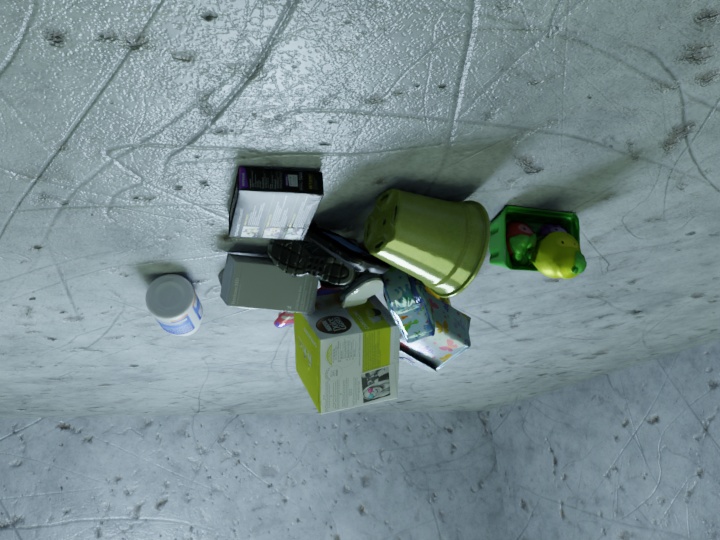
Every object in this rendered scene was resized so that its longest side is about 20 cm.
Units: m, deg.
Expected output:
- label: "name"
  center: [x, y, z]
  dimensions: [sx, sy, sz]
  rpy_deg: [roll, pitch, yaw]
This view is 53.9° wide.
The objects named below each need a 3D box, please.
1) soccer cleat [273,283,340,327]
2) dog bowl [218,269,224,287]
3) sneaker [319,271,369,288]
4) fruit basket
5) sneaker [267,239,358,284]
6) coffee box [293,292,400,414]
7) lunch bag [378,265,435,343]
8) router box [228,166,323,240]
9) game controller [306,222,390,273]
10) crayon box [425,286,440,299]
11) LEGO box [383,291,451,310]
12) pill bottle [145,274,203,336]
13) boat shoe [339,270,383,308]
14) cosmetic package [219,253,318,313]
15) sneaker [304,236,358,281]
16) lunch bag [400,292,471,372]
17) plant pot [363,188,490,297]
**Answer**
- label: "soccer cleat"
  center: [-0.118, 0.089, 1.728]
  dimensions: [0.200, 0.077, 0.067]
  rpy_deg: [-35, 177, -9]
- label: "dog bowl"
  center: [-0.239, 0.040, 1.697]
  dimensions: [0.200, 0.059, 0.200]
  rpy_deg: [-5, 160, -2]
- label: "sneaker"
  center: [0.001, 0.001, 1.647]
  dimensions: [0.108, 0.067, 0.201]
  rpy_deg: [2, 166, -44]
- label: "fruit basket"
  center: [0.390, -0.054, 1.484]
  dimensions: [0.215, 0.156, 0.216]
  rpy_deg: [0, 173, 0]
- label: "sneaker"
  center: [-0.097, -0.021, 1.468]
  dimensions: [0.200, 0.076, 0.079]
  rpy_deg: [21, -162, 12]
- label: "coffee box"
  center: [-0.037, 0.183, 1.659]
  dimensions: [0.197, 0.200, 0.200]
  rpy_deg: [-9, 117, -20]
- label: "lunch bag"
  center: [0.098, 0.047, 1.526]
  dimensions: [0.082, 0.161, 0.200]
  rpy_deg: [-19, 140, 6]
- label: "router box"
  center: [-0.160, -0.118, 1.301]
  dimensions: [0.149, 0.051, 0.200]
  rpy_deg: [2, 158, -16]
- label: "game controller"
  center: [-0.029, -0.045, 1.408]
  dimensions: [0.104, 0.042, 0.200]
  rpy_deg: [4, -159, -42]
- label: "crayon box"
  center: [0.195, -0.013, 1.597]
  dimensions: [0.127, 0.051, 0.200]
  rpy_deg: [-50, 162, -9]
- label: "LEGO box"
  center: [0.152, 0.088, 1.810]
  dimensions: [0.149, 0.077, 0.200]
  rpy_deg: [-10, 135, 11]
- label: "pill bottle"
  center: [-0.440, 0.092, 1.701]
  dimensions: [0.112, 0.112, 0.200]
  rpy_deg: [-4, 160, -5]
- label: "boat shoe"
  center: [-0.006, 0.030, 1.492]
  dimensions: [0.073, 0.062, 0.200]
  rpy_deg: [-9, 167, -16]
- label: "cosmetic package"
  center: [-0.201, 0.029, 1.567]
  dimensions: [0.200, 0.107, 0.090]
  rpy_deg: [4, -168, -27]
- label: "sneaker"
  center: [-0.094, -0.023, 1.528]
  dimensions: [0.200, 0.086, 0.078]
  rpy_deg: [0, 158, -17]
- label: "lunch bag"
  center: [0.149, 0.166, 1.745]
  dimensions: [0.169, 0.127, 0.200]
  rpy_deg: [32, 132, -20]
- label: "plant pot"
  center: [0.114, -0.067, 1.361]
  dimensions: [0.184, 0.201, 0.200]
  rpy_deg: [18, 151, -25]
